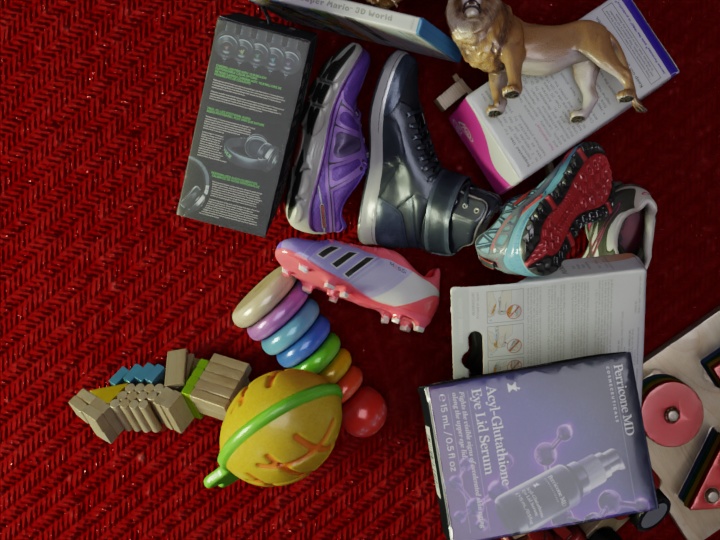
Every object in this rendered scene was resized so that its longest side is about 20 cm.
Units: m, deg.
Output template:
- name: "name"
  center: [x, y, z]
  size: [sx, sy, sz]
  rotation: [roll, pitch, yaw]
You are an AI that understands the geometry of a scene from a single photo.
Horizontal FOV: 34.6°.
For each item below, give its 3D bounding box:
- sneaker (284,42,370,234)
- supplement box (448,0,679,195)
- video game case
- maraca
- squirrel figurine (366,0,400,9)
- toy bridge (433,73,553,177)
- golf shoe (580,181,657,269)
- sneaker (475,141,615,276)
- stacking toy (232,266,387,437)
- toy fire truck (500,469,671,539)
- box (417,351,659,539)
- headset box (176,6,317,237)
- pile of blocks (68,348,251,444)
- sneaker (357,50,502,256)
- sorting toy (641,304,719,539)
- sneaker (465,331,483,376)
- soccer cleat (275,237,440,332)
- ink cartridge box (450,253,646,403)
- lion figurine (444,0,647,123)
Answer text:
- name: "sneaker"
  center: [-0.022, -0.137, 1.214]
  size: [0.082, 0.081, 0.203]
  rotation: [11, 102, -18]
- name: "supplement box"
  center: [0.202, -0.176, 1.169]
  size: [0.199, 0.101, 0.104]
  rotation: [-35, 90, -9]
- name: "video game case"
  center: [-0.010, -0.245, 1.127]
  size: [0.197, 0.143, 0.018]
  rotation: [18, 95, 20]
- name: "maraca"
  center: [-0.089, 0.170, 1.177]
  size: [0.136, 0.200, 0.108]
  rotation: [-13, 65, -36]
- name: "squirrel figurine"
  center: [0.032, -0.326, 1.130]
  size: [0.184, 0.200, 0.144]
  rotation: [-4, 105, 12]
- name: "toy bridge"
  center: [0.160, -0.128, 1.229]
  size: [0.067, 0.027, 0.201]
  rotation: [-37, 94, 0]
- name: "golf shoe"
  center: [0.259, 0.008, 1.211]
  size: [0.076, 0.088, 0.203]
  rotation: [11, 96, -8]
- name: "sneaker"
  center: [0.183, -0.067, 1.165]
  size: [0.200, 0.095, 0.080]
  rotation: [-41, 115, -39]
- name: "stacking toy"
  center: [-0.042, 0.093, 1.223]
  size: [0.085, 0.085, 0.200]
  rotation: [-41, 100, 2]
- name: "toy fire truck"
  center: [0.197, 0.221, 1.182]
  size: [0.176, 0.129, 0.200]
  rotation: [-43, 138, 3]
- name: "box"
  center: [0.164, 0.164, 1.088]
  size: [0.197, 0.104, 0.150]
  rotation: [-11, 85, -1]
- name: "headset box"
  center: [-0.106, -0.156, 1.136]
  size: [0.091, 0.174, 0.203]
  rotation: [14, 104, -3]
- name: "pile of blocks"
  center: [-0.207, 0.138, 1.238]
  size: [0.197, 0.083, 0.063]
  rotation: [-7, 138, 9]
- name: "sneaker"
  center: [0.080, -0.115, 1.182]
  size: [0.144, 0.077, 0.206]
  rotation: [12, 107, 21]
- name: "sorting toy"
  center: [0.389, 0.165, 1.236]
  size: [0.197, 0.070, 0.201]
  rotation: [-34, 95, 2]
- name: "sneaker"
  center: [0.157, 0.114, 1.236]
  size: [0.071, 0.082, 0.203]
  rotation: [-25, 118, -30]
- name: "soccer cleat"
  center: [0.000, 0.000, 1.197]
  size: [0.198, 0.066, 0.078]
  rotation: [26, 74, -27]
- name: "ink cartridge box"
  center: [0.187, 0.074, 1.166]
  size: [0.196, 0.050, 0.165]
  rotation: [-5, 112, -2]
- name: "lion figurine"
  center: [0.175, -0.209, 1.091]
  size: [0.197, 0.073, 0.124]
  rotation: [6, 67, -13]
